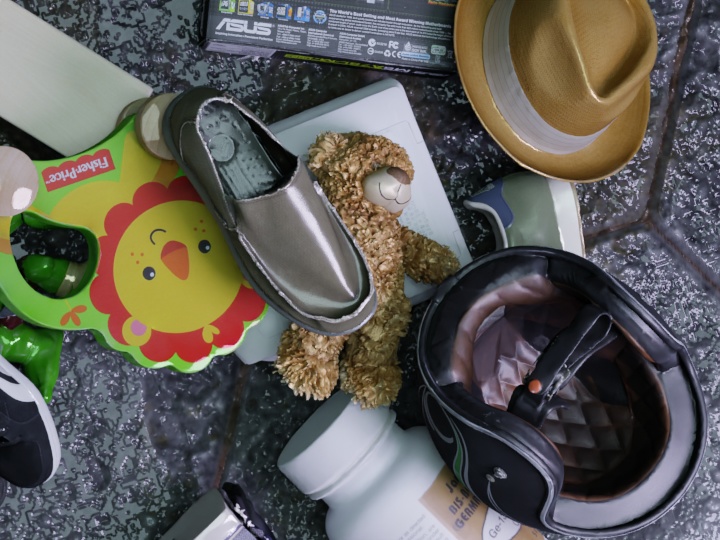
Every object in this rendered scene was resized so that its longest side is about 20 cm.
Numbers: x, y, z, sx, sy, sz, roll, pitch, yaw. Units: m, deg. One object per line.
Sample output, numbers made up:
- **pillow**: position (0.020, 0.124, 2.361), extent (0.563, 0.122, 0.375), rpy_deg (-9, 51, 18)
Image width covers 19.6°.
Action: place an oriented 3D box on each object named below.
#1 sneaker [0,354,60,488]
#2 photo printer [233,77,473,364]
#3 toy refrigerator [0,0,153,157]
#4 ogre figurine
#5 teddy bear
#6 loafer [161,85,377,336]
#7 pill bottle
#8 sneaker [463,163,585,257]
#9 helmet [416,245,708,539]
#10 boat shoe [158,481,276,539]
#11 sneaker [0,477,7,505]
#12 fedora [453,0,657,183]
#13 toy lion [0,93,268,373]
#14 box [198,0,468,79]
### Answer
- **sneaker**: position (-0.282, 0.091, 1.401), extent (0.073, 0.112, 0.200), rpy_deg (-16, 117, 26)
- **photo printer**: position (-0.035, -0.031, 1.544), extent (0.200, 0.069, 0.166), rpy_deg (-24, 93, -12)
- **toy refrigerator**: position (-0.255, -0.152, 1.500), extent (0.200, 0.070, 0.076), rpy_deg (31, 89, -9)
- **ogre figurine**: position (-0.256, 0.020, 1.484), extent (0.120, 0.098, 0.200), rpy_deg (24, 115, -24)
- **teddy bear**: position (0.000, 0.000, 1.475), extent (0.145, 0.067, 0.200), rpy_deg (27, 79, -16)
- **loafer**: position (-0.061, -0.039, 1.396), extent (0.075, 0.070, 0.200), rpy_deg (-41, 94, -11)
- **pill bottle**: position (0.039, 0.180, 1.532), extent (0.200, 0.114, 0.114), rpy_deg (45, 80, -8)
- **sneaker**: position (0.129, 0.023, 1.585), extent (0.090, 0.067, 0.200), rpy_deg (-10, 89, -7)
- **helmet**: position (0.140, 0.091, 1.464), extent (0.200, 0.200, 0.191), rpy_deg (-48, 142, -10)
- **boat shoe**: position (-0.136, 0.253, 1.515), extent (0.200, 0.075, 0.093), rpy_deg (-41, 110, -1)
- **sneaker**: position (-0.333, 0.114, 1.449), extent (0.200, 0.116, 0.076), rpy_deg (36, 81, -9)
- **fedora**: position (0.162, -0.166, 1.554), extent (0.201, 0.082, 0.201), rpy_deg (11, 68, -29)
- **toy lion**: position (-0.161, -0.015, 1.444), extent (0.200, 0.069, 0.192), rpy_deg (-20, 98, -22)
- **box**: position (-0.014, -0.252, 1.568), extent (0.200, 0.048, 0.193), rpy_deg (5, 85, -12)
